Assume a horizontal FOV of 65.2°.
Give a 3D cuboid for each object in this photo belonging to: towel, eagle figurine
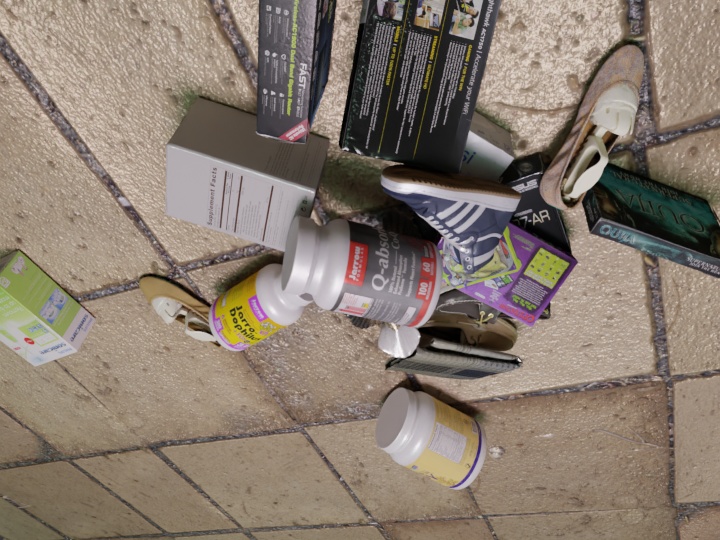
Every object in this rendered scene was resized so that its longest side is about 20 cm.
[{"bbox_3d":[0.154,0.159,0.991,0.193,0.036,0.193,9,162,-13],"label":"towel"},{"bbox_3d":[0.032,0.021,0.873,0.147,0.154,0.202,21,158,28],"label":"eagle figurine"}]

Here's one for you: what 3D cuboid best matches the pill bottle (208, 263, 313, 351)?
[{"bbox_3d":[-0.165,0.057,0.964,0.197,0.106,0.104,-29,123,32],"label":"pill bottle"}]

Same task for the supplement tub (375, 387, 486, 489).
[{"bbox_3d":[0.141,0.337,1.139,0.196,0.148,0.146,29,132,-17],"label":"supplement tub"}]

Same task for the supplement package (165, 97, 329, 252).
[{"bbox_3d":[-0.155,-0.129,0.778,0.193,0.124,0.122,17,135,-5],"label":"supplement package"}]

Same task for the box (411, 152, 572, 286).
[{"bbox_3d":[0.193,-0.063,0.829,0.194,0.044,0.162,-17,128,24],"label":"box"}]

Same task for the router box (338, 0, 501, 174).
[{"bbox_3d":[0.063,-0.224,0.630,0.144,0.051,0.207,9,109,-11],"label":"router box"}]

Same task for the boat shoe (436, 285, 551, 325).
[{"bbox_3d":[0.207,0.052,0.877,0.193,0.063,0.072,-4,160,-11],"label":"boat shoe"}]

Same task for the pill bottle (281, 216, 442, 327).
[{"bbox_3d":[0.000,0.000,0.736,0.193,0.119,0.117,12,136,-17],"label":"pill bottle"}]

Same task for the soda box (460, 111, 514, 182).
[{"bbox_3d":[0.100,-0.182,0.721,0.195,0.065,0.069,26,130,-14],"label":"soda box"}]

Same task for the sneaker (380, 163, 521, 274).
[{"bbox_3d":[0.102,-0.060,0.689,0.194,0.070,0.112,5,116,-27],"label":"sneaker"}]

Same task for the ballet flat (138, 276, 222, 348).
[{"bbox_3d":[-0.326,0.079,1.044,0.196,0.064,0.069,30,131,-16],"label":"ballet flat"}]

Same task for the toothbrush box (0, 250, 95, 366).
[{"bbox_3d":[-0.644,0.079,1.088,0.141,0.088,0.202,-16,129,24],"label":"toothbrush box"}]

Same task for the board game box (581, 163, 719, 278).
[{"bbox_3d":[0.376,-0.071,0.724,0.193,0.138,0.029,17,135,-7],"label":"board game box"}]

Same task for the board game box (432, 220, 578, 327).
[{"bbox_3d":[0.196,-0.011,0.801,0.195,0.033,0.122,26,109,-13],"label":"board game box"}]

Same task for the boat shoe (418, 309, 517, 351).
[{"bbox_3d":[0.180,0.110,0.976,0.193,0.066,0.073,17,134,-6],"label":"boat shoe"}]

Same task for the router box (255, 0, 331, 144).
[{"bbox_3d":[-0.065,-0.267,0.613,0.060,0.153,0.204,11,135,-1],"label":"router box"}]

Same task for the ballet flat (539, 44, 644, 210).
[{"bbox_3d":[0.288,-0.160,0.675,0.066,0.068,0.205,12,120,-15],"label":"ballet flat"}]
